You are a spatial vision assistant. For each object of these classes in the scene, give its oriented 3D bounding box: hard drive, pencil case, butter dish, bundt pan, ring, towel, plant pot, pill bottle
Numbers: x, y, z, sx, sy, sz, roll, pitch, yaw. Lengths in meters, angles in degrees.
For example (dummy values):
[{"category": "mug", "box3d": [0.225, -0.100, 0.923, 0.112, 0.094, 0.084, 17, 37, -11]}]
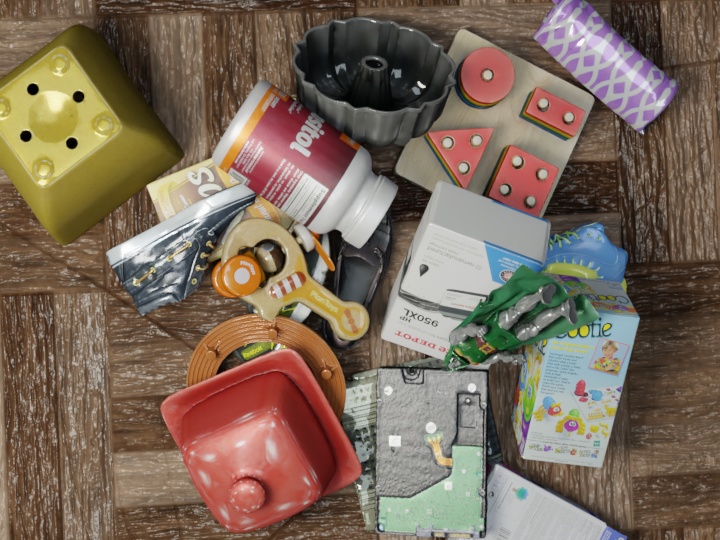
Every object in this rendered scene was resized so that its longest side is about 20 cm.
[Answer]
[{"category": "hard drive", "box3d": [0.087, 0.220, 1.492, 0.137, 0.038, 0.204, 0, 90, 11]}, {"category": "pencil case", "box3d": [0.310, -0.265, 1.539, 0.199, 0.084, 0.086, 41, 52, -5]}, {"category": "butter dish", "box3d": [-0.124, 0.226, 1.434, 0.197, 0.148, 0.202, -23, 110, 14]}, {"category": "bundt pan", "box3d": [0.013, -0.219, 1.476, 0.198, 0.204, 0.077, 4, 133, -5]}, {"category": "ring", "box3d": [-0.115, 0.147, 1.490, 0.197, 0.019, 0.204, 1, 113, 3]}, {"category": "towel", "box3d": [0.074, 0.211, 1.544, 0.197, 0.035, 0.196, -13, 94, -7]}, {"category": "plant pot", "box3d": [-0.341, -0.164, 1.425, 0.193, 0.200, 0.197, -37, 93, -4]}, {"category": "pill bottle", "box3d": [-0.060, -0.116, 1.400, 0.199, 0.113, 0.114, 34, 87, -7]}]

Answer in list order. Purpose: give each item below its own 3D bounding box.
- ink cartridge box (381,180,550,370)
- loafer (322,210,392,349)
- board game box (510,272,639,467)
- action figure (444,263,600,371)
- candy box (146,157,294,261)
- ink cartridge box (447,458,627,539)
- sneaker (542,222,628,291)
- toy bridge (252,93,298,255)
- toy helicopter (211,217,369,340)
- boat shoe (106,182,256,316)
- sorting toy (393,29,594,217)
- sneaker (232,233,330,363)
[{"category": "ink cartridge box", "box3d": [0.122, 0.013, 1.461, 0.142, 0.201, 0.085, 19, 43, -2]}, {"category": "loafer", "box3d": [0.000, 0.000, 1.519, 0.071, 0.063, 0.203, 13, 89, -5]}, {"category": "board game box", "box3d": [0.256, 0.120, 1.484, 0.103, 0.103, 0.203, 7, 113, -5]}, {"category": "action figure", "box3d": [0.162, 0.071, 1.405, 0.117, 0.199, 0.055, 35, 50, -18]}, {"category": "candy box", "box3d": [-0.150, -0.088, 1.511, 0.197, 0.055, 0.117, -23, 93, -5]}, {"category": "ink cartridge box", "box3d": [0.221, 0.334, 1.536, 0.198, 0.042, 0.121, 29, 92, -8]}, {"category": "sneaker", "box3d": [0.247, -0.021, 1.537, 0.197, 0.076, 0.107, 21, 85, -11]}, {"category": "toy bridge", "box3d": [-0.089, -0.111, 1.475, 0.066, 0.027, 0.204, 6, 91, -8]}, {"category": "toy helicopter", "box3d": [-0.069, 0.008, 1.438, 0.199, 0.079, 0.133, 34, 78, -12]}, {"category": "boat shoe", "box3d": [-0.194, -0.028, 1.450, 0.198, 0.071, 0.092, -28, 96, 2]}, {"category": "sorting toy", "box3d": [0.171, -0.172, 1.531, 0.196, 0.070, 0.202, 26, 88, -4]}, {"category": "sneaker", "box3d": [-0.098, 0.030, 1.502, 0.084, 0.074, 0.203, 22, 88, -9]}]
